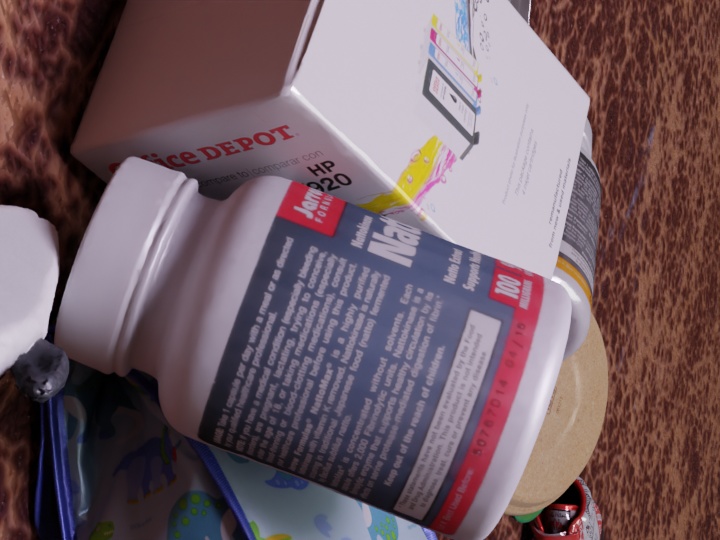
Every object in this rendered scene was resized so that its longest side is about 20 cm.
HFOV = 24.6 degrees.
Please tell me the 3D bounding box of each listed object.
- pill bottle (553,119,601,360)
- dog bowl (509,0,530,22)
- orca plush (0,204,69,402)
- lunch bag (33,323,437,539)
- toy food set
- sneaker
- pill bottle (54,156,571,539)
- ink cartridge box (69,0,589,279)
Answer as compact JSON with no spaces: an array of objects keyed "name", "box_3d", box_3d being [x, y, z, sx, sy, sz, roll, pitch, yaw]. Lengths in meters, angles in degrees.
[{"name":"pill bottle","box_3d":[0.118,-0.034,1.212,0.117,0.115,0.201,72,22,-44]},{"name":"dog bowl","box_3d":[0.061,-0.193,1.128,0.200,0.058,0.202,7,90,-67]},{"name":"orca plush","box_3d":[-0.170,0.047,0.611,0.071,0.105,0.201,-53,-160,30]},{"name":"lunch bag","box_3d":[-0.068,0.105,0.812,0.201,0.127,0.170,66,24,3]},{"name":"toy food set","box_3d":[0.128,0.098,1.294,0.197,0.048,0.202,9,86,-45]},{"name":"sneaker","box_3d":[0.179,0.287,1.522,0.108,0.067,0.203,65,34,-49]},{"name":"pill bottle","box_3d":[-0.022,0.028,0.703,0.120,0.199,0.120,-160,-90,-89]},{"name":"ink cartridge box","box_3d":[-0.009,-0.072,0.802,0.200,0.146,0.146,41,53,-38]}]
